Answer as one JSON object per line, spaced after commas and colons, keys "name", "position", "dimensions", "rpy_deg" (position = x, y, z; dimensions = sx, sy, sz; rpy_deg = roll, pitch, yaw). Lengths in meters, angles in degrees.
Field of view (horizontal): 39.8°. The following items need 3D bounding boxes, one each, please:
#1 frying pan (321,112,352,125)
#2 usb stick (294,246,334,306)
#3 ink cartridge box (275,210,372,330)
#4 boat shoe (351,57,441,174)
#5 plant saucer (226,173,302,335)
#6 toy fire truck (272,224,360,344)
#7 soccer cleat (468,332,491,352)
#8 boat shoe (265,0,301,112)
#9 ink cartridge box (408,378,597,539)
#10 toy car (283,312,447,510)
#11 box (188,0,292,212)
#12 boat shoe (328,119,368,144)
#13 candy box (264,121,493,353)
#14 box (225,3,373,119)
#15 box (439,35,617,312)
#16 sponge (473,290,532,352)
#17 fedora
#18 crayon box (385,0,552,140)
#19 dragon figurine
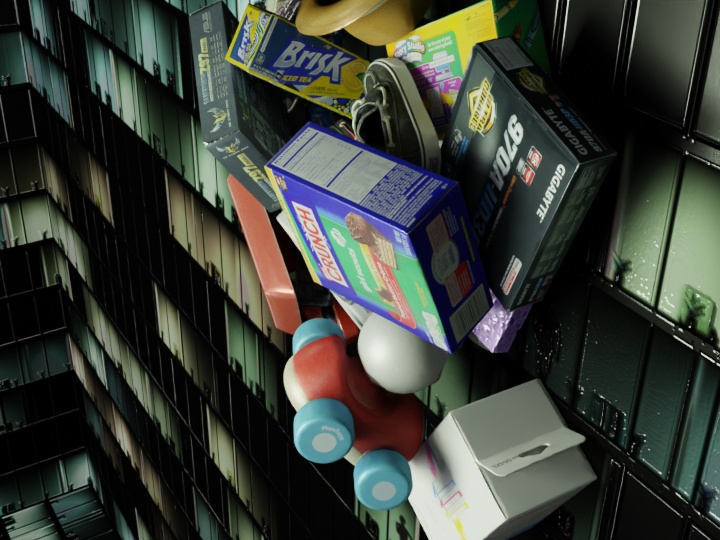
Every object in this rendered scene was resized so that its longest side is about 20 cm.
{"name": "frying pan", "position": [-0.004, -0.162, 1.266], "dimensions": [0.190, 0.031, 0.116], "rpy_deg": [-29, 84, 50]}
{"name": "usb stick", "position": [-0.054, -0.055, 1.270], "dimensions": [0.033, 0.055, 0.202], "rpy_deg": [23, -111, -74]}
{"name": "ink cartridge box", "position": [0.000, 0.000, 1.177], "dimensions": [0.200, 0.084, 0.146], "rpy_deg": [53, 175, -24]}
{"name": "boat shoe", "position": [0.025, -0.160, 1.017], "dimensions": [0.201, 0.063, 0.071], "rpy_deg": [-111, 21, -51]}
{"name": "plant saucer", "position": [-0.123, -0.023, 1.276], "dimensions": [0.200, 0.036, 0.201], "rpy_deg": [92, 159, -72]}
{"name": "toy fire truck", "position": [-0.043, 0.006, 1.372], "dimensions": [0.168, 0.111, 0.201], "rpy_deg": [89, 160, -78]}
{"name": "soccer cleat", "position": [0.113, 0.000, 1.115], "dimensions": [0.200, 0.068, 0.073], "rpy_deg": [54, 127, 36]}
{"name": "boat shoe", "position": [-0.097, -0.292, 1.330], "dimensions": [0.065, 0.071, 0.201], "rpy_deg": [54, 141, 41]}
{"name": "ink cartridge box", "position": [0.148, 0.218, 1.084], "dimensions": [0.126, 0.128, 0.200], "rpy_deg": [61, 149, 22]}
{"name": "toy car", "position": [0.039, 0.108, 1.052], "dimensions": [0.177, 0.200, 0.185], "rpy_deg": [43, -161, -23]}
{"name": "box", "position": [-0.135, -0.191, 1.169], "dimensions": [0.158, 0.051, 0.201], "rpy_deg": [48, -154, -56]}
{"name": "boat shoe", "position": [0.029, -0.087, 1.041], "dimensions": [0.201, 0.063, 0.074], "rpy_deg": [41, 169, 23]}
{"name": "candy box", "position": [0.017, -0.033, 0.955], "dimensions": [0.199, 0.077, 0.170], "rpy_deg": [28, 153, 40]}
{"name": "box", "position": [-0.049, -0.228, 1.128], "dimensions": [0.064, 0.199, 0.071], "rpy_deg": [37, 105, 49]}
{"name": "box", "position": [0.137, -0.085, 0.908], "dimensions": [0.159, 0.046, 0.201], "rpy_deg": [57, 151, 29]}
{"name": "sponge", "position": [0.147, -0.027, 1.003], "dimensions": [0.112, 0.030, 0.201], "rpy_deg": [48, 126, 38]}
{"name": "fedora", "position": [0.022, -0.297, 1.048], "dimensions": [0.082, 0.201, 0.200], "rpy_deg": [45, 166, -29]}
{"name": "crayon box", "position": [0.107, -0.199, 1.012], "dimensions": [0.200, 0.058, 0.120], "rpy_deg": [0, 104, 62]}
{"name": "dragon figurine", "position": [-0.055, -0.218, 1.217], "dimensions": [0.099, 0.201, 0.059], "rpy_deg": [41, 163, -27]}
